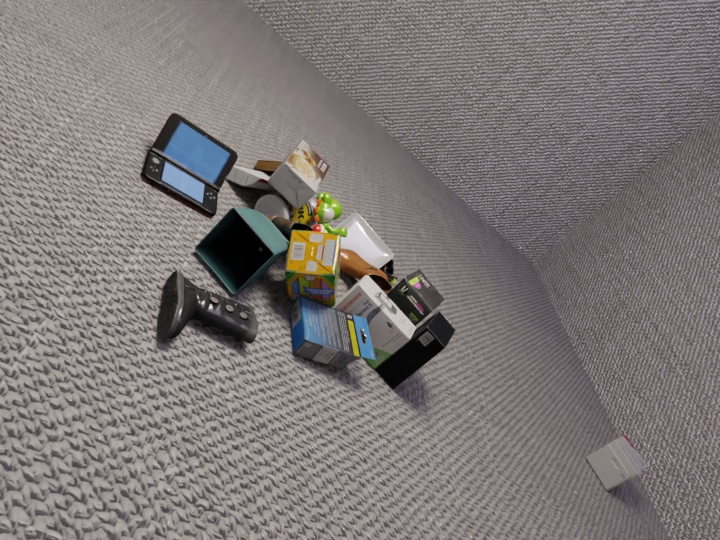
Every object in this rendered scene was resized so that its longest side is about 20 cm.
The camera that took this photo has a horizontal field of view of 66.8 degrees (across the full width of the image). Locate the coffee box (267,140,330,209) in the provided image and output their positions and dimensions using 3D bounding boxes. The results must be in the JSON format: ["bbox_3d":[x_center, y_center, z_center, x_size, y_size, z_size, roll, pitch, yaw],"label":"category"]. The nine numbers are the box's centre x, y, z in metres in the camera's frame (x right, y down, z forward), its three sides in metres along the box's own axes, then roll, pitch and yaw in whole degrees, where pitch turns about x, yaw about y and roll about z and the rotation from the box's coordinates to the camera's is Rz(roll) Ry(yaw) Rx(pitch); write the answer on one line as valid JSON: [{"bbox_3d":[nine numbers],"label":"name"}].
[{"bbox_3d":[-0.166,-0.267,1.510,0.114,0.080,0.200,44,27,-15],"label":"coffee box"}]

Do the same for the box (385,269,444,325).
[{"bbox_3d":[0.122,0.114,1.598,0.125,0.200,0.148,50,25,7],"label":"box"}]

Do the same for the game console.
[{"bbox_3d":[-0.418,-0.263,1.365,0.199,0.119,0.173,31,29,-32],"label":"game console"}]

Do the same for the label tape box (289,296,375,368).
[{"bbox_3d":[-0.071,0.160,1.340,0.199,0.063,0.145,22,34,-28],"label":"label tape box"}]

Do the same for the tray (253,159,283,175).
[{"bbox_3d":[-0.247,-0.298,1.677,0.098,0.037,0.199,32,-7,-32],"label":"tray"}]

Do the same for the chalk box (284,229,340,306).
[{"bbox_3d":[-0.115,0.009,1.374,0.123,0.201,0.126,5,58,1],"label":"chalk box"}]

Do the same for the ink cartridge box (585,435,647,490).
[{"bbox_3d":[1.027,0.767,2.187,0.199,0.145,0.146,14,41,-52],"label":"ink cartridge box"}]

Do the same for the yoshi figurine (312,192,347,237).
[{"bbox_3d":[-0.093,-0.126,1.601,0.111,0.202,0.112,4,7,-3],"label":"yoshi figurine"}]

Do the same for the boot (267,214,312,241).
[{"bbox_3d":[-0.158,-0.080,1.454,0.096,0.075,0.200,13,-14,44],"label":"boot"}]

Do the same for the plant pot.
[{"bbox_3d":[-0.259,-0.059,1.305,0.141,0.141,0.200,48,17,2],"label":"plant pot"}]

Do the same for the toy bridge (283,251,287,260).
[{"bbox_3d":[-0.183,-0.037,1.528,0.067,0.027,0.201,28,31,-34],"label":"toy bridge"}]

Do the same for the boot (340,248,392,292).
[{"bbox_3d":[0.000,0.000,1.633,0.198,0.074,0.155,20,10,-18],"label":"boot"}]

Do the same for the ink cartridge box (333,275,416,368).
[{"bbox_3d":[0.027,0.137,1.471,0.200,0.145,0.084,47,25,-1],"label":"ink cartridge box"}]

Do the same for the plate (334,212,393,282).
[{"bbox_3d":[-0.011,-0.070,1.788,0.200,0.032,0.199,49,50,1],"label":"plate"}]

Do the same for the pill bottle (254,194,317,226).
[{"bbox_3d":[-0.207,-0.163,1.573,0.115,0.114,0.200,51,25,9],"label":"pill bottle"}]

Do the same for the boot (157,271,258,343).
[{"bbox_3d":[-0.297,0.103,1.094,0.200,0.065,0.166,36,28,-35],"label":"boot"}]

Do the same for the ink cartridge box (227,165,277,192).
[{"bbox_3d":[-0.264,-0.245,1.580,0.199,0.048,0.160,28,13,28],"label":"ink cartridge box"}]

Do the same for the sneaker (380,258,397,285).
[{"bbox_3d":[0.083,-0.015,1.870,0.071,0.083,0.201,26,32,-40],"label":"sneaker"}]

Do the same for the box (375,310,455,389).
[{"bbox_3d":[0.152,0.216,1.491,0.079,0.200,0.141,47,25,2],"label":"box"}]
